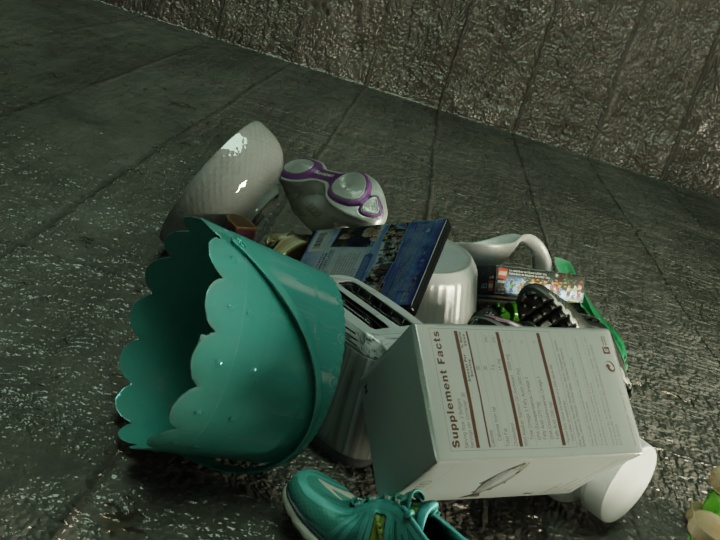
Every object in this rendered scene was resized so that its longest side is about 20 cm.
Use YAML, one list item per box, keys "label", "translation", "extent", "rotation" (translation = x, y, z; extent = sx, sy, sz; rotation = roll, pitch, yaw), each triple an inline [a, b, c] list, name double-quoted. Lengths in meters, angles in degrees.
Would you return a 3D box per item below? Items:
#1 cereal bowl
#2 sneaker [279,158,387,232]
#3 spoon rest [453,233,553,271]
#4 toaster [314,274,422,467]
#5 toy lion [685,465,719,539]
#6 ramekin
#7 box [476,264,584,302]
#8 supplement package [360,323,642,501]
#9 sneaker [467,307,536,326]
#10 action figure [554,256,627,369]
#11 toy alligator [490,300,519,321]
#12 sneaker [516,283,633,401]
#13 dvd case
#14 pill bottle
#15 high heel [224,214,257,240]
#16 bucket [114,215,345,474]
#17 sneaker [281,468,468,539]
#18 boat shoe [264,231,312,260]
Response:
- label: "cereal bowl"
  translation: [-0.166, -0.091, 1.237]
  extent: [0.083, 0.200, 0.200]
  rotation: [40, 20, -1]
- label: "sneaker"
  translation: [-0.029, -0.085, 1.269]
  extent: [0.074, 0.101, 0.199]
  rotation: [-32, 38, -26]
- label: "spoon rest"
  translation: [0.200, -0.028, 1.355]
  extent: [0.198, 0.062, 0.099]
  rotation: [10, -6, -41]
- label: "toaster"
  translation: [-0.016, 0.090, 0.943]
  extent: [0.113, 0.131, 0.199]
  rotation: [-1, 26, -43]
- label: "toy lion"
  translation: [0.387, 0.285, 0.877]
  extent: [0.191, 0.069, 0.199]
  rotation: [33, 23, 20]
- label: "ramekin"
  translation: [0.061, 0.016, 1.231]
  extent: [0.199, 0.095, 0.203]
  rotation: [9, 22, -4]
- label: "box"
  translation: [0.200, 0.020, 1.328]
  extent: [0.135, 0.038, 0.200]
  rotation: [7, -4, -20]
- label: "supplement package"
  translation: [0.116, 0.122, 0.810]
  extent: [0.197, 0.117, 0.119]
  rotation: [3, 62, -23]
- label: "sneaker"
  translation: [0.207, 0.102, 1.101]
  extent: [0.199, 0.080, 0.087]
  rotation: [33, 35, -12]
- label: "action figure"
  translation: [0.330, 0.079, 1.361]
  extent: [0.118, 0.055, 0.201]
  rotation: [41, 18, -34]
- label: "toy alligator"
  translation: [0.201, 0.066, 1.311]
  extent: [0.198, 0.055, 0.059]
  rotation: [7, 21, -28]
- label: "sneaker"
  translation: [0.266, 0.082, 1.193]
  extent: [0.200, 0.066, 0.091]
  rotation: [45, 31, -13]
- label: "dvd case"
  translation: [0.000, 0.000, 1.134]
  extent: [0.198, 0.018, 0.144]
  rotation: [-3, 45, 33]
- label: "pill bottle"
  translation: [0.192, 0.159, 0.960]
  extent: [0.111, 0.113, 0.199]
  rotation: [-1, 27, -43]
- label: "high heel"
  translation: [-0.122, 0.018, 1.107]
  extent: [0.067, 0.097, 0.200]
  rotation: [6, 25, -28]
- label: "bucket"
  translation: [-0.112, 0.069, 0.818]
  extent: [0.133, 0.209, 0.207]
  rotation: [17, 17, -27]
- label: "sneaker"
  translation: [0.030, 0.203, 0.747]
  extent: [0.198, 0.081, 0.077]
  rotation: [24, 20, 21]
- label: "boat shoe"
  translation: [-0.099, -0.016, 1.259]
  extent: [0.064, 0.073, 0.200]
  rotation: [15, 13, 8]
